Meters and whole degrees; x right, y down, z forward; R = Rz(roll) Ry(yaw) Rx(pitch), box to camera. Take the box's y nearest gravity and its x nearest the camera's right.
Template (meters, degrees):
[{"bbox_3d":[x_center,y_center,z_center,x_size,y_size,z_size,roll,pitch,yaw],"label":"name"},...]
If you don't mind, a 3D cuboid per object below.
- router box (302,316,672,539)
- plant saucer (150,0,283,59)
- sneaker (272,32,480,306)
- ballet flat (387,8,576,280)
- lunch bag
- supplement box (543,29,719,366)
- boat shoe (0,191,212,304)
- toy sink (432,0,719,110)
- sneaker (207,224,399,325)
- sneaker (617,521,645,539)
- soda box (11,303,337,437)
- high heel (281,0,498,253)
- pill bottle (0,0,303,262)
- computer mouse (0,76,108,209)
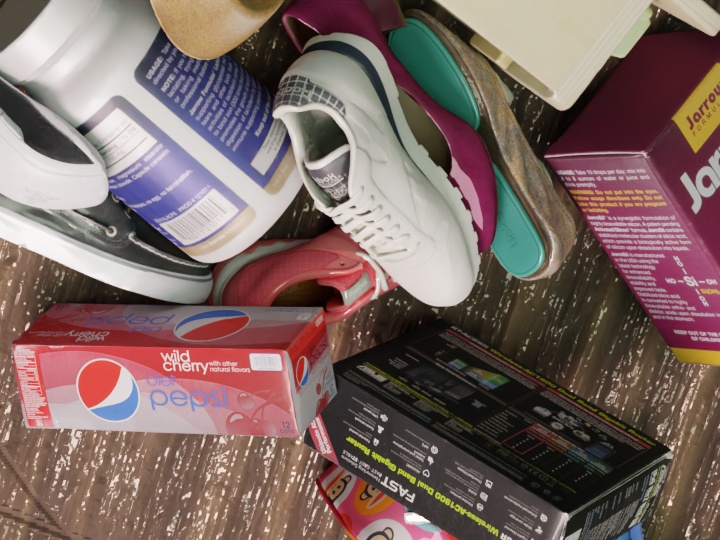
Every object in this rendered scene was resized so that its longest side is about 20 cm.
[{"bbox_3d":[0.084,0.116,1.444,0.150,0.200,0.062,-20,135,-53],"label":"router box"},{"bbox_3d":[-0.072,-0.225,1.312,0.035,0.200,0.200,8,111,21],"label":"plant saucer"},{"bbox_3d":[0.006,-0.048,1.372,0.076,0.081,0.200,-17,118,33],"label":"sneaker"},{"bbox_3d":[0.083,-0.087,1.464,0.067,0.068,0.200,-27,91,-48],"label":"ballet flat"},{"bbox_3d":[0.065,0.209,1.511,0.082,0.176,0.200,-43,115,2],"label":"lunch bag"},{"bbox_3d":[0.238,-0.047,1.486,0.131,0.103,0.200,-50,118,-24],"label":"supplement box"},{"bbox_3d":[-0.180,-0.035,1.411,0.200,0.069,0.057,22,101,-20],"label":"boat shoe"},{"bbox_3d":[0.112,-0.184,1.408,0.200,0.130,0.112,34,97,-25],"label":"toy sink"},{"bbox_3d":[0.000,0.000,1.465,0.200,0.087,0.074,-25,115,-7],"label":"sneaker"},{"bbox_3d":[0.176,0.215,1.613,0.078,0.066,0.200,-15,113,2],"label":"sneaker"},{"bbox_3d":[-0.121,0.063,1.408,0.200,0.070,0.063,1,114,22],"label":"soda box"},{"bbox_3d":[0.016,-0.092,1.406,0.096,0.067,0.200,-26,86,-48],"label":"high heel"},{"bbox_3d":[-0.135,-0.105,1.371,0.200,0.116,0.116,41,94,-25],"label":"pill bottle"},{"bbox_3d":[-0.241,-0.097,1.323,0.200,0.110,0.044,37,57,0],"label":"computer mouse"}]
